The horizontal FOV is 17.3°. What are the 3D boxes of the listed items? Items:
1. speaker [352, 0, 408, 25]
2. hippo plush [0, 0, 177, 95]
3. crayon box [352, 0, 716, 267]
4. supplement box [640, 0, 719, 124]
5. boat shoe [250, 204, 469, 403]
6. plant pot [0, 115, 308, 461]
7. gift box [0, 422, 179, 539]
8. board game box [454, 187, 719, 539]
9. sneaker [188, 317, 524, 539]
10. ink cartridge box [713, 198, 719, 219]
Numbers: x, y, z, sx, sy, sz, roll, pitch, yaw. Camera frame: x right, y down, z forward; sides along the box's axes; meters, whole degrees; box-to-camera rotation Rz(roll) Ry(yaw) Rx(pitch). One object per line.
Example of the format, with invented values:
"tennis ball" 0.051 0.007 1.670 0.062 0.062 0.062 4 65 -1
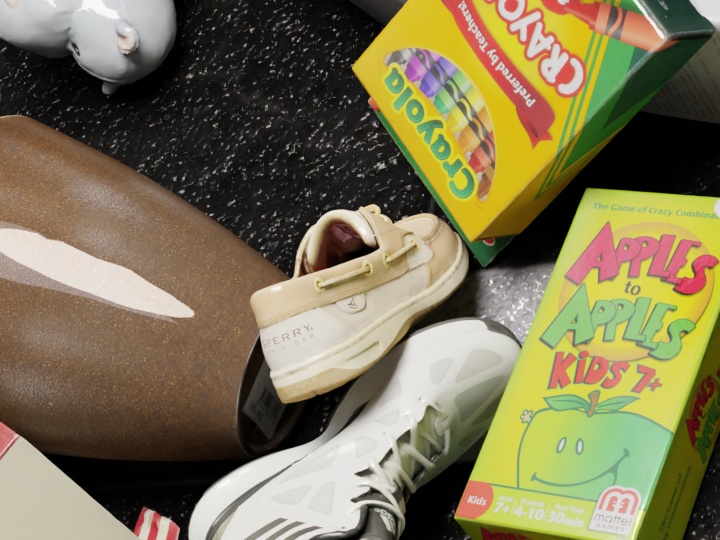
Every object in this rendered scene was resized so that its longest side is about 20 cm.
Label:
"speaker" 0.015 -0.194 1.390 0.200 0.081 0.081 39 81 27
"hippo plush" -0.158 -0.196 1.527 0.199 0.159 0.161 16 80 -7
"crayon box" 0.079 -0.105 1.254 0.200 0.051 0.127 -48 67 35
"supplement box" 0.212 -0.142 1.259 0.200 0.103 0.101 12 64 39
"boat shoe" 0.000 0.000 1.240 0.074 0.069 0.200 -21 11 25
"plant pot" -0.129 0.031 1.301 0.200 0.187 0.187 18 66 23
"gift box" -0.189 0.171 1.211 0.185 0.187 0.200 -48 27 -7
"board game box" 0.133 0.055 1.193 0.101 0.048 0.200 6 60 35
"sneaker" 0.018 0.109 1.178 0.200 0.076 0.115 -36 30 -8
"ink cartridge box" 0.288 -0.036 1.150 0.200 0.068 0.116 -33 46 2
